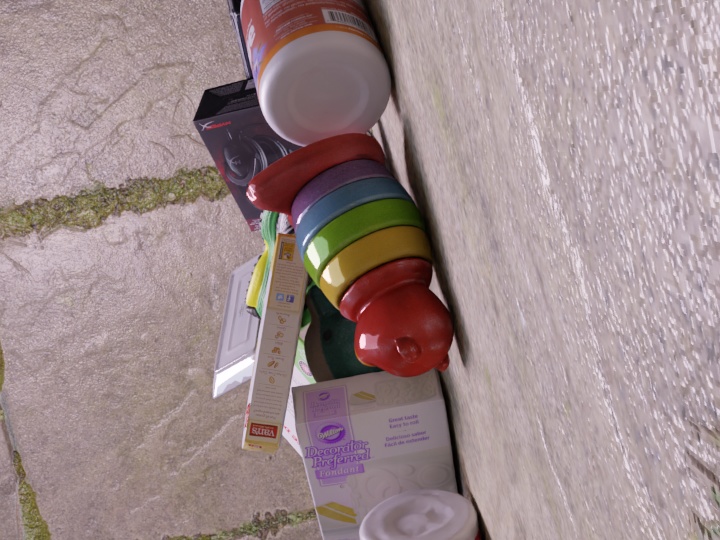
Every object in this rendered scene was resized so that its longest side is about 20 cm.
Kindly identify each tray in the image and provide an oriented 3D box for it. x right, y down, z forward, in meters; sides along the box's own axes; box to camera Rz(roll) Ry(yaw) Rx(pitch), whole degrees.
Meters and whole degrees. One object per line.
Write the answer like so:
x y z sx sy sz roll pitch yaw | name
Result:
-0.134 0.051 1.383 0.022 0.107 0.200 39 -143 -32 | tray

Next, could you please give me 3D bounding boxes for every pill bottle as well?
0.070 0.316 1.082 0.111 0.111 0.200 -112 9 -71 | pill bottle
-0.046 -0.207 1.015 0.200 0.112 0.112 -106 5 -46 | pill bottle

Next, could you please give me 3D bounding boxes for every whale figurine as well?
0.012 0.049 1.207 0.159 0.104 0.200 35 -137 -38 | whale figurine

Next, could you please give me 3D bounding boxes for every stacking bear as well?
0.009 -0.003 0.945 0.121 0.114 0.200 30 -150 -61 | stacking bear

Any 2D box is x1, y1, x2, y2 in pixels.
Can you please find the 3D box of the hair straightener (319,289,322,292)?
-0.028 -0.054 1.195 0.077 0.041 0.200 40 -142 -23 | hair straightener

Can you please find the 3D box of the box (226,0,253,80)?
-0.106 -0.356 1.363 0.197 0.124 0.200 96 160 -76 | box

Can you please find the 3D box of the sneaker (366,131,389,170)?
-0.012 -0.071 1.121 0.079 0.078 0.200 1 -116 -58 | sneaker

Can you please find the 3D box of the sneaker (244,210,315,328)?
-0.063 -0.024 1.283 0.085 0.078 0.200 27 118 29 | sneaker

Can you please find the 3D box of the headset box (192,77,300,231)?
-0.095 -0.142 1.432 0.077 0.149 0.200 -79 -28 -48 | headset box

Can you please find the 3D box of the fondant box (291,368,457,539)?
0.019 0.193 1.155 0.058 0.144 0.200 -98 -2 -54 | fondant box

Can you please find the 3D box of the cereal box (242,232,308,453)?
-0.082 0.076 1.131 0.144 0.039 0.200 116 164 -77 | cereal box

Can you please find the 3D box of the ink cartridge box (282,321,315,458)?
-0.031 0.143 1.340 0.146 0.084 0.200 49 148 6 | ink cartridge box
